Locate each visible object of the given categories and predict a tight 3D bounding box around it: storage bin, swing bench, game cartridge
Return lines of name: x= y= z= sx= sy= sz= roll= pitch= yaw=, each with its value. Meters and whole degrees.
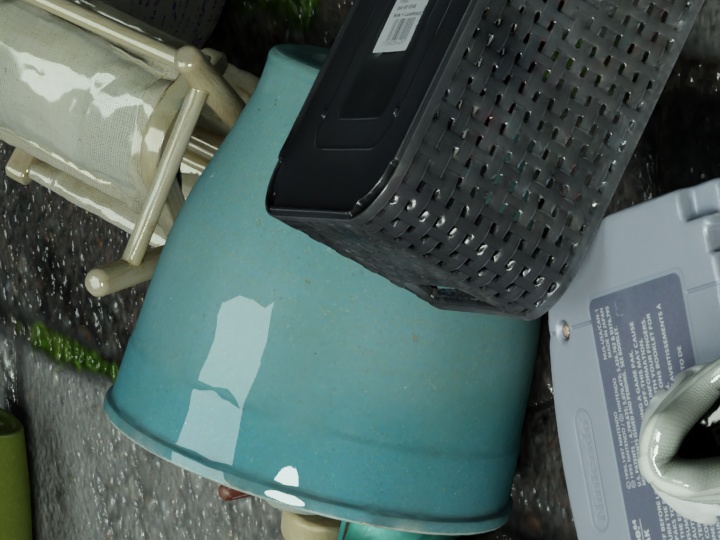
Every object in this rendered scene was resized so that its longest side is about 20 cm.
storage bin: x=0.057 y=-0.091 z=1.236 sx=0.200 sy=0.094 sz=0.135 roll=-63 pitch=21 yaw=-8
swing bench: x=-0.135 y=-0.077 z=1.543 sx=0.199 sy=0.200 sz=0.130 roll=26 pitch=98 yaw=26
game cartridge: x=0.129 y=0.073 z=1.179 sx=0.133 sy=0.041 sz=0.201 roll=-18 pitch=79 yaw=56

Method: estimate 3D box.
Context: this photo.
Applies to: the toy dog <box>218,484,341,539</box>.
toy dog: x=-0.060 y=0.078 z=1.587 sx=0.200 sy=0.096 sz=0.132 roll=20 pitch=114 yaw=58

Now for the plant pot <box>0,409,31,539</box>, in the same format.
plant pot: x=-0.291 y=0.187 z=1.960 sx=0.187 sy=0.187 sz=0.201 roll=31 pitch=108 yaw=55

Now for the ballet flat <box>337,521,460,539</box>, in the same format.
ballet flat: x=0.009 y=0.184 z=1.526 sx=0.070 sy=0.067 sz=0.200 roll=41 pitch=136 yaw=24

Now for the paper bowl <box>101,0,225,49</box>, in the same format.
paper bowl: x=-0.158 y=-0.213 z=1.691 sx=0.200 sy=0.104 sz=0.201 roll=19 pitch=112 yaw=59

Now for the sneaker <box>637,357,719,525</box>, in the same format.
sneaker: x=0.188 y=0.033 z=1.063 sx=0.200 sy=0.081 sz=0.075 roll=-30 pitch=77 yaw=12

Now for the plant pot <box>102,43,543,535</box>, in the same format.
plant pot: x=0.000 y=0.000 z=1.384 sx=0.200 sy=0.200 sz=0.189 roll=29 pitch=106 yaw=55
